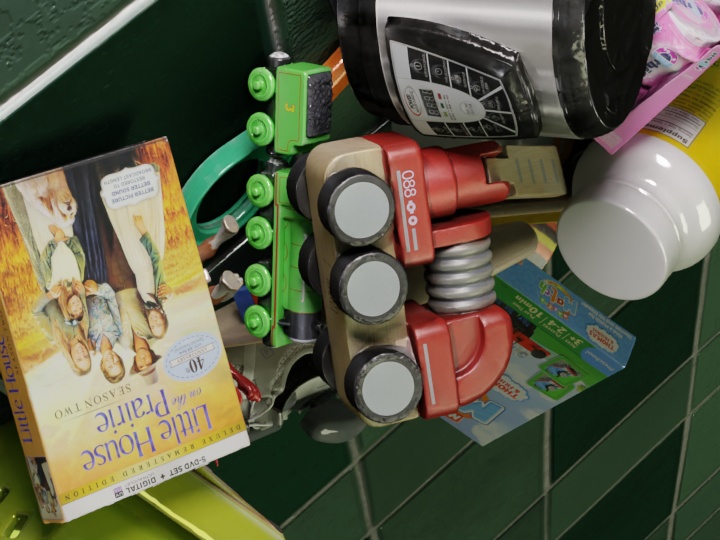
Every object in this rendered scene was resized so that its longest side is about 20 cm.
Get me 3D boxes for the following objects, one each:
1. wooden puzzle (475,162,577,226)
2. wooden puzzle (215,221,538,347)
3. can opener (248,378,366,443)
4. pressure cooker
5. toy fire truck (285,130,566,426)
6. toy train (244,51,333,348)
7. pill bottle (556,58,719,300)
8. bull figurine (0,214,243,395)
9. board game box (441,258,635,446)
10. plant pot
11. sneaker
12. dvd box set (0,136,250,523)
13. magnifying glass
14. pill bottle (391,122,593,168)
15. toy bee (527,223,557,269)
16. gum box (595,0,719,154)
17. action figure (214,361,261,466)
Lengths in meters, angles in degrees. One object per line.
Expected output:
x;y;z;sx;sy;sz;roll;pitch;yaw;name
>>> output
0.147;-0.066;1.679;0.199;0.037;0.185;-10;-168;42;wooden puzzle
0.000;0.000;1.548;0.185;0.047;0.199;-27;-166;-33;wooden puzzle
-0.068;0.115;1.723;0.199;0.067;0.053;-14;142;-45;can opener
0.071;-0.171;1.344;0.178;0.199;0.177;-12;107;-67;pressure cooker
0.063;-0.010;1.395;0.199;0.129;0.177;-12;104;-15;toy fire truck
-0.045;-0.043;1.422;0.042;0.056;0.201;-19;115;-51;toy train
0.220;-0.071;1.526;0.200;0.112;0.113;-49;163;-39;pill bottle
-0.155;0.026;1.404;0.121;0.065;0.200;-35;175;33;bull figurine
0.100;0.059;1.724;0.200;0.151;0.037;-36;-155;52;board game box
-0.175;0.190;1.420;0.199;0.200;0.182;39;85;-31;plant pot
-0.095;0.090;1.604;0.200;0.082;0.075;-38;155;-21;sneaker
-0.153;0.034;1.298;0.146;0.201;0.029;-19;-172;-38;dvd box set
-0.053;-0.095;1.467;0.200;0.022;0.080;-46;157;1;magnifying glass
0.124;-0.126;1.599;0.199;0.116;0.117;-28;150;-38;pill bottle
0.115;0.030;1.811;0.130;0.109;0.201;10;104;-25;toy bee
0.199;-0.176;1.486;0.113;0.066;0.200;-43;-166;32;gum box
-0.105;0.094;1.481;0.065;0.099;0.200;-51;-162;-1;action figure
